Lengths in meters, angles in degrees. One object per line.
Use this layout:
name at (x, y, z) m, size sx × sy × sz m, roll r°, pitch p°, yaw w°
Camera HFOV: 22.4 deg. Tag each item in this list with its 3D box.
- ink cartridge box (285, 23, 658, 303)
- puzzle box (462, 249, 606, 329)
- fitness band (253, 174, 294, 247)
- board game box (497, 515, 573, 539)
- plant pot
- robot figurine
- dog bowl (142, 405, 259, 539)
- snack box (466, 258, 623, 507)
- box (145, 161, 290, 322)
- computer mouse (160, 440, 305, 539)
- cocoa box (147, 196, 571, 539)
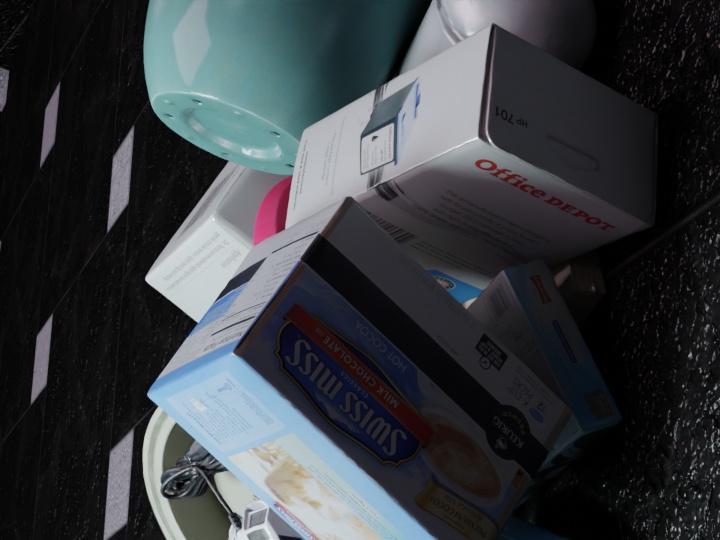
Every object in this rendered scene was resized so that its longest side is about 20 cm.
ink cartridge box at (0.070, -0.059, 1.156) m, size 0.199 × 0.146 × 0.087 m, roll -25°, pitch 49°, yaw 48°
puzzle box at (0.106, 0.022, 1.265) m, size 0.201 × 0.025 × 0.134 m, roll 121°, pitch 151°, yaw -46°
fitness band at (0.000, 0.000, 1.257) m, size 0.037 × 0.199 × 0.145 m, roll -15°, pitch 79°, yaw 36°
board game box at (0.040, 0.226, 1.106) m, size 0.047 × 0.199 × 0.151 m, roll 65°, pitch 161°, yaw -14°
plant pot at (-0.064, -0.166, 1.291) m, size 0.200 × 0.199 × 0.162 m, roll -18°, pitch 49°, yaw 68°
robot figurine at (0.091, -0.144, 1.252) m, size 0.170 × 0.112 × 0.201 m, roll -51°, pitch -8°, yaw -48°
dog bowl at (-0.063, 0.160, 1.341) m, size 0.199 × 0.074 × 0.202 m, roll 18°, pitch 122°, yaw 31°
snack box at (0.089, 0.092, 1.203) m, size 0.117 × 0.037 × 0.200 m, roll 65°, pitch 148°, yaw 18°
box at (-0.047, -0.050, 1.459) m, size 0.201 × 0.130 × 0.199 m, roll -56°, pitch 10°, yaw -25°
computer mouse at (-0.061, 0.199, 1.271) m, size 0.110 × 0.044 × 0.201 m, roll -45°, pitch 70°, yaw 37°
cocoa box at (-0.001, 0.081, 1.099) m, size 0.132 × 0.200 × 0.133 m, roll -54°, pitch 15°, yaw -30°
